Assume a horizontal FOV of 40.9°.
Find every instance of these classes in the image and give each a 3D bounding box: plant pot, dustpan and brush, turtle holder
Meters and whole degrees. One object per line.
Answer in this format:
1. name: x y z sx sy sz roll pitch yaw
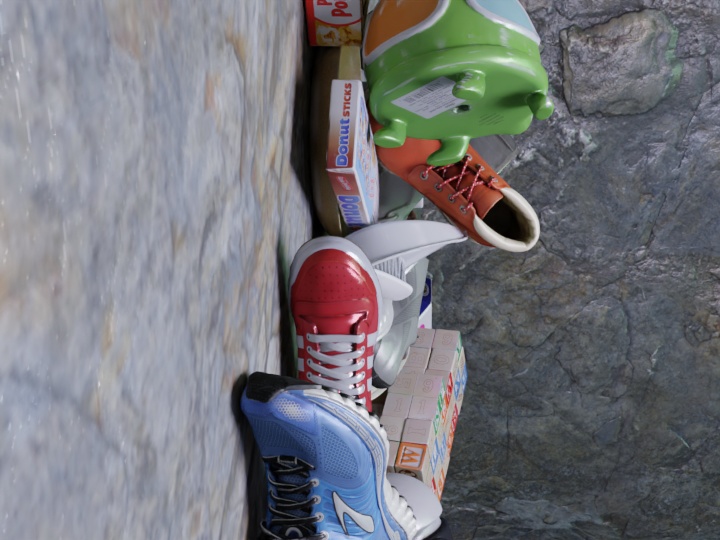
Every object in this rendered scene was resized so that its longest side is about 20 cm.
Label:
1. plant pot: -0.021 -0.122 0.853 0.200 0.027 0.203 2 90 -84
2. dustpan and brush: 0.000 0.000 0.804 0.199 0.139 0.058 20 45 -54
3. turtle holder: 0.088 -0.171 0.771 0.141 0.184 0.133 138 -54 -63

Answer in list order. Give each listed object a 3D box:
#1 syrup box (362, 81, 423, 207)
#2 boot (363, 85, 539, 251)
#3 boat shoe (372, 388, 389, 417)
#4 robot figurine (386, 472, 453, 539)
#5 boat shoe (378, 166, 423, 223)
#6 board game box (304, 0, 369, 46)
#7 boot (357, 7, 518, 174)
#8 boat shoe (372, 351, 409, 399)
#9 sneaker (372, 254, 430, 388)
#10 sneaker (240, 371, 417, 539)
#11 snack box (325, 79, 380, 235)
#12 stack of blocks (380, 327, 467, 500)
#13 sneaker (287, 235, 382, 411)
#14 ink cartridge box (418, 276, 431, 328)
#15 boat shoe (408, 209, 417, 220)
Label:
1. syrup box: 0.031 -0.136 1.092 0.200 0.078 0.082 71 21 -74
2. boot: 0.080 -0.090 0.853 0.075 0.200 0.107 -50 -157 2
3. boat shoe: 0.025 0.139 1.135 0.200 0.073 0.070 -51 148 -79
4. robot figurine: 0.033 0.287 0.880 0.125 0.149 0.202 -12 85 -78
5. boat shoe: 0.022 -0.063 0.979 0.200 0.070 0.070 127 -21 -64
6. board game box: -0.017 -0.301 0.747 0.152 0.046 0.201 -82 172 -46
7. boot: 0.089 -0.193 0.976 0.182 0.200 0.073 -50 -177 -32
8. boat shoe: 0.011 0.070 1.017 0.068 0.071 0.201 -49 -166 41
9. sneaker: 0.028 0.038 0.968 0.080 0.073 0.201 55 36 -21
10. sneaker: -0.024 0.142 0.594 0.089 0.078 0.201 -56 137 -34
11. snack box: -0.003 -0.080 0.793 0.200 0.024 0.073 70 23 -74
12. stack of blocks: 0.068 0.160 1.068 0.116 0.058 0.201 76 25 -46
13. sneaker: -0.021 0.082 0.689 0.113 0.070 0.202 -86 177 -51
14. ink cartridge box: 0.046 0.094 1.234 0.037 0.094 0.202 -22 121 -43
15. boat shoe: 0.037 -0.046 1.218 0.203 0.074 0.075 -81 175 -53
